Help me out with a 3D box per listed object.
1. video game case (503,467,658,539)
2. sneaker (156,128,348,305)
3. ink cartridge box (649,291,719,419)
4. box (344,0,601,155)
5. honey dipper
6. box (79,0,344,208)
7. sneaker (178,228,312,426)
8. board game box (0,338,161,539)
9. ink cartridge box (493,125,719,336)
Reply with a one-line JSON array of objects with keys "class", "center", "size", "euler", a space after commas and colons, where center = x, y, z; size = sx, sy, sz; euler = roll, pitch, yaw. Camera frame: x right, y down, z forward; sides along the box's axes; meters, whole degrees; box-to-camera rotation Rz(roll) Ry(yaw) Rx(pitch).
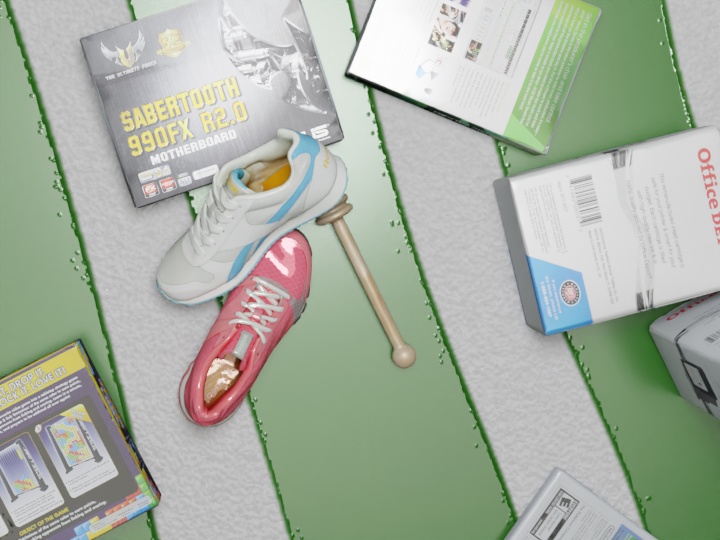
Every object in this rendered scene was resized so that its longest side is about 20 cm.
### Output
[{"class": "video game case", "center": [0.199, 0.318, 1.430], "size": [0.182, 0.022, 0.200], "euler": [36, 88, -6]}, {"class": "sneaker", "center": [-0.110, -0.050, 1.332], "size": [0.200, 0.077, 0.081], "euler": [-40, 141, 11]}, {"class": "ink cartridge box", "center": [0.361, 0.064, 1.344], "size": [0.145, 0.200, 0.084], "euler": [-29, 99, -3]}, {"class": "box", "center": [0.103, -0.208, 1.388], "size": [0.199, 0.036, 0.145], "euler": [22, 91, -5]}, {"class": "honey dipper", "center": [0.000, 0.000, 1.391], "size": [0.038, 0.038, 0.201], "euler": [-26, 99, -3]}, {"class": "box", "center": [-0.132, -0.161, 1.361], "size": [0.199, 0.048, 0.159], "euler": [-18, 95, -4]}, {"class": "sneaker", "center": [-0.096, 0.055, 1.356], "size": [0.073, 0.087, 0.201], "euler": [27, 90, -7]}, {"class": "board game box", "center": [-0.303, 0.180, 1.360], "size": [0.199, 0.057, 0.166], "euler": [-27, 93, -3]}, {"class": "ink cartridge box", "center": [0.238, -0.038, 1.383], "size": [0.199, 0.084, 0.147], "euler": [-14, 94, -5]}]
